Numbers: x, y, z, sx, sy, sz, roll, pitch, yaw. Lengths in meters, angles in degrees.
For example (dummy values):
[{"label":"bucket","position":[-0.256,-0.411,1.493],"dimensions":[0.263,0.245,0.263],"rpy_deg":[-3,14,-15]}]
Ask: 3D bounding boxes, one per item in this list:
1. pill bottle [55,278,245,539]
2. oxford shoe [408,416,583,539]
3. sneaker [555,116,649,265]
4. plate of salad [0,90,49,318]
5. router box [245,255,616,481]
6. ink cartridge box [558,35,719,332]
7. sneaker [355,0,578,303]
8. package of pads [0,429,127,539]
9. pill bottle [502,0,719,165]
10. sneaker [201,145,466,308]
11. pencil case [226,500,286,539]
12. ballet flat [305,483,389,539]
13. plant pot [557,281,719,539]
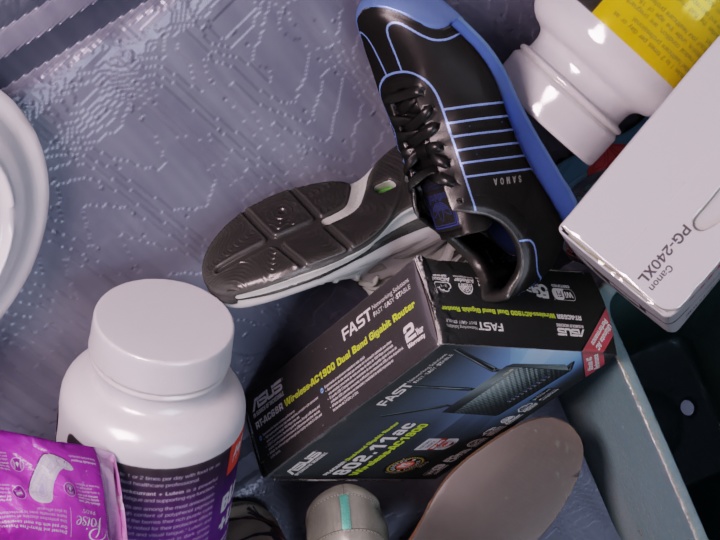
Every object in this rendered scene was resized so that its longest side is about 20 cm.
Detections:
[{"label":"pill bottle","position":[-0.128,0.109,1.195],"dimensions":[0.111,0.111,0.200],"rpy_deg":[-11,130,-29]},{"label":"oxford shoe","position":[0.071,0.171,1.324],"dimensions":[0.200,0.071,0.071],"rpy_deg":[-48,-179,8]},{"label":"sneaker","position":[0.217,-0.061,1.317],"dimensions":[0.200,0.096,0.079],"rpy_deg":[-35,138,-7]},{"label":"plate of salad","position":[-0.256,-0.020,1.044],"dimensions":[0.200,0.048,0.200],"rpy_deg":[-25,132,-31]},{"label":"router box","position":[0.042,0.068,1.264],"dimensions":[0.150,0.062,0.200],"rpy_deg":[5,148,-38]},{"label":"ink cartridge box","position":[0.197,-0.046,1.164],"dimensions":[0.145,0.083,0.200],"rpy_deg":[-50,170,3]},{"label":"sneaker","position":[0.053,-0.072,1.148],"dimensions":[0.200,0.070,0.078],"rpy_deg":[52,53,-18]},{"label":"package of pads","position":[-0.240,0.158,1.128],"dimensions":[0.200,0.076,0.120],"rpy_deg":[-30,149,35]},{"label":"pill bottle","position":[0.175,-0.163,1.191],"dimensions":[0.200,0.111,0.111],"rpy_deg":[-49,137,7]},{"label":"sneaker","position":[0.000,0.000,1.225],"dimensions":[0.200,0.076,0.115],"rpy_deg":[-25,134,-20]},{"label":"pencil case","position":[-0.062,0.243,1.291],"dimensions":[0.089,0.200,0.078],"rpy_deg":[-29,133,-5]},{"label":"ballet flat","position":[-0.008,0.190,1.377],"dimensions":[0.067,0.064,0.200],"rpy_deg":[-7,161,-5]},{"label":"plant pot","position":[0.238,0.091,1.377],"dimensions":[0.196,0.196,0.200],"rpy_deg":[-21,174,-21]}]
